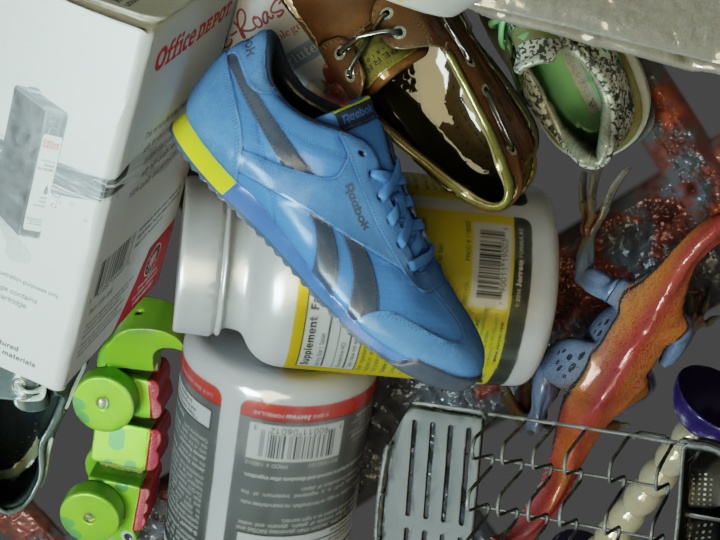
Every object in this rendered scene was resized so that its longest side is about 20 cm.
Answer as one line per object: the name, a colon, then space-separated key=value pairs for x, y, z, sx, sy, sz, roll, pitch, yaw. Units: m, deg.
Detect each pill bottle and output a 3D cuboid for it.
pill bottle: x=0.000 y=0.000 z=0.843 sx=0.198 sy=0.113 sz=0.113 roll=6 pitch=114 yaw=-7
pill bottle: x=-0.058 y=0.127 z=0.927 sx=0.115 sy=0.116 sz=0.201 roll=11 pitch=115 yaw=4

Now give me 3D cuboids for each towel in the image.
towel: x=0.154 y=-0.172 z=0.766 sx=0.199 sy=0.034 sz=0.133 roll=12 pitch=90 yaw=-11

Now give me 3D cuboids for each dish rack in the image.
dish rack: x=0.097 y=0.148 z=0.807 sx=0.199 sy=0.055 sz=0.155 roll=7 pitch=98 yaw=21

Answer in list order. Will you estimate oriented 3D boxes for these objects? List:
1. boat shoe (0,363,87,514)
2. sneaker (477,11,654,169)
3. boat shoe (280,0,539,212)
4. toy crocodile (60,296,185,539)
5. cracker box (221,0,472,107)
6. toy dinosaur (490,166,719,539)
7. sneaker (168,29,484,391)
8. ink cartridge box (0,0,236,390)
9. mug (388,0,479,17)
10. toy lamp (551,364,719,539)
boat shoe: x=-0.193 y=0.064 z=0.938 sx=0.072 sy=0.062 sz=0.201 roll=7 pitch=125 yaw=-33
sneaker: x=0.091 y=-0.136 z=0.803 sx=0.077 sy=0.089 sz=0.200 roll=-31 pitch=105 yaw=20
boat shoe: x=0.019 y=-0.114 z=0.774 sx=0.200 sy=0.068 sz=0.072 roll=44 pitch=115 yaw=-9
toy crocodile: x=-0.144 y=0.106 z=0.958 sx=0.061 sy=0.068 sz=0.201 roll=12 pitch=114 yaw=3
cracker box: x=-0.047 y=-0.175 z=0.827 sx=0.133 sy=0.058 sz=0.201 roll=-28 pitch=105 yaw=19
toy dinosaur: x=0.159 y=0.043 z=0.843 sx=0.104 sy=0.201 sz=0.182 roll=18 pitch=148 yaw=-15
sneaker: x=-0.001 y=-0.029 z=0.744 sx=0.200 sy=0.066 sz=0.078 roll=46 pitch=108 yaw=1
ink cartridge box: x=-0.139 y=-0.065 z=0.781 sx=0.083 sy=0.144 sz=0.201 roll=22 pitch=117 yaw=4
mug: x=0.016 y=-0.204 z=0.674 sx=0.185 sy=0.150 sz=0.154 roll=15 pitch=108 yaw=-23
toy lamp: x=0.160 y=0.143 z=0.916 sx=0.058 sy=0.058 sz=0.201 roll=25 pitch=127 yaw=-2
